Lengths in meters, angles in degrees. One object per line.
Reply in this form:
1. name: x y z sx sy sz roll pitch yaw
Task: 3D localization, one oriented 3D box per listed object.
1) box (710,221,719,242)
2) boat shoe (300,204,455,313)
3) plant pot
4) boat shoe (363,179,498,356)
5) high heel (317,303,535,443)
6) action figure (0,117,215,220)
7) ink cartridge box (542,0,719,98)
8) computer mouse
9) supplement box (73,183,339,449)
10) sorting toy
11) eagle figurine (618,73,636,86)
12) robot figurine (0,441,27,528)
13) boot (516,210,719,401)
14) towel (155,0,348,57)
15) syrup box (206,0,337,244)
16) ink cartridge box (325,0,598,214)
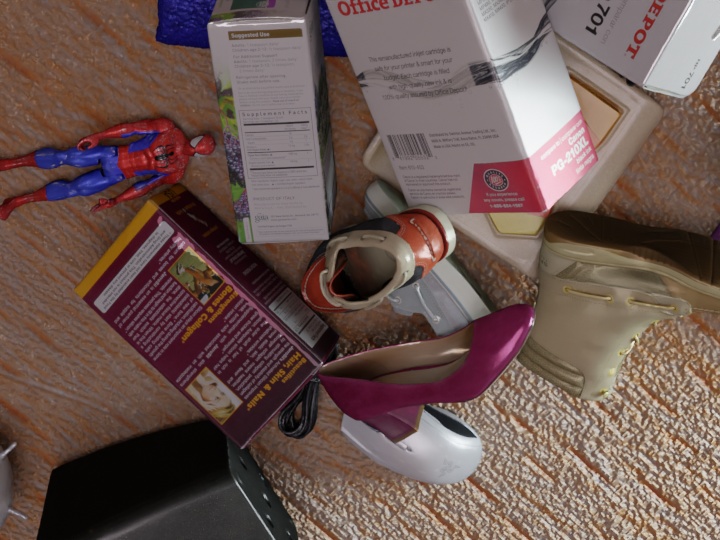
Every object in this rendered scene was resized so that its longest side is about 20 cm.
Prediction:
1. box: 0.406 -0.006 1.155 0.198 0.039 0.138 27 109 -7
2. boat shoe: 0.000 0.000 1.107 0.072 0.062 0.199 58 145 -5
3. plant pot: -0.158 0.248 1.199 0.176 0.200 0.201 -31 107 1
4. boat shoe: 0.056 0.015 1.159 0.071 0.070 0.201 -36 108 11
5. high heel: 0.054 0.068 1.126 0.096 0.068 0.200 38 131 -17
6. action figure: -0.219 -0.088 1.146 0.197 0.052 0.066 -13 106 4
7. ink cartridge box: 0.188 -0.243 0.999 0.200 0.085 0.148 40 113 31
8. computer mouse: 0.023 0.140 1.221 0.198 0.044 0.110 27 108 -8
9. supplement box: -0.129 0.037 1.149 0.200 0.086 0.110 43 107 -2
10. sorting toy: 0.128 -0.111 1.128 0.199 0.037 0.186 31 108 -9
11. eagle figurine: 0.305 -0.222 1.051 0.152 0.150 0.201 55 144 24
12. robot figurine: -0.404 0.203 1.222 0.197 0.113 0.172 -7 108 5
13. boot: 0.239 0.044 1.144 0.197 0.073 0.157 13 123 6
14. towel: -0.068 -0.247 1.079 0.197 0.050 0.150 3 110 1
15. syrup box: -0.068 -0.127 1.082 0.080 0.079 0.202 -2 124 6
16. ink cartridge box: 0.075 -0.149 1.015 0.144 0.084 0.202 2 123 47
